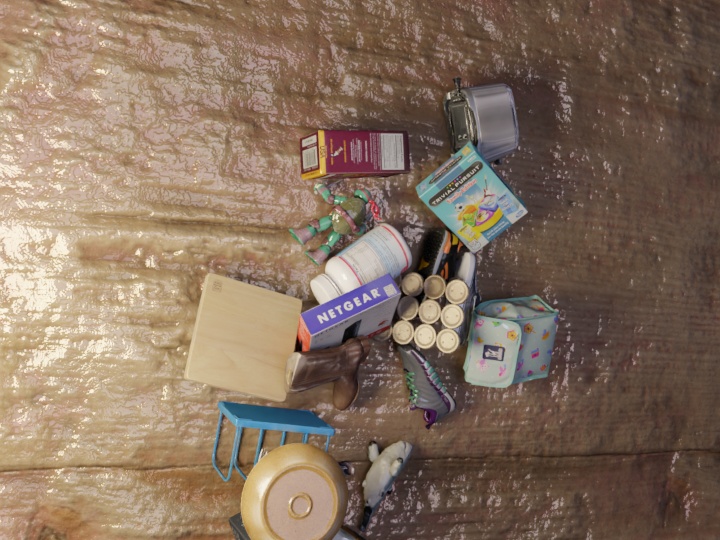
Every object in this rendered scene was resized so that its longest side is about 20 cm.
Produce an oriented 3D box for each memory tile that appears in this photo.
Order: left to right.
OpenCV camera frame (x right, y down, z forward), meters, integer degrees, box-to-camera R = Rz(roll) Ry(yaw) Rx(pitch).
[{"bbox_3d":[0.122,0.082,1.662,0.017,0.197,0.156,17,83,-66],"label":"memory tile"}]

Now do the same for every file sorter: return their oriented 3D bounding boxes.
[{"bbox_3d":[-0.173,0.336,1.543,0.197,0.138,0.125,11,90,-25],"label":"file sorter"}]

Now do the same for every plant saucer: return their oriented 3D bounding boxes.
[{"bbox_3d":[-0.110,0.408,1.411,0.196,0.035,0.205,1,88,-19],"label":"plant saucer"}]

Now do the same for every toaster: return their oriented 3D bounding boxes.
[{"bbox_3d":[0.260,-0.323,1.734,0.127,0.113,0.204,-16,100,-27],"label":"toaster"}]

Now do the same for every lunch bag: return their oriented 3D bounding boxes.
[{"bbox_3d":[0.319,0.156,1.754,0.197,0.122,0.173,-7,116,-25],"label":"lunch bag"}]

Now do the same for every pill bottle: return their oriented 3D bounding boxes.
[{"bbox_3d":[0.000,0.000,1.626,0.199,0.108,0.110,-35,106,-19],"label":"pill bottle"}]

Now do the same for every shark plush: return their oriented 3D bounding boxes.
[{"bbox_3d":[0.054,0.456,1.694,0.083,0.090,0.204,29,73,-53],"label":"shark plush"}]

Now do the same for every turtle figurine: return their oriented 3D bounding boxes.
[{"bbox_3d":[-0.042,-0.111,1.613,0.200,0.100,0.150,-44,108,-11],"label":"turtle figurine"}]

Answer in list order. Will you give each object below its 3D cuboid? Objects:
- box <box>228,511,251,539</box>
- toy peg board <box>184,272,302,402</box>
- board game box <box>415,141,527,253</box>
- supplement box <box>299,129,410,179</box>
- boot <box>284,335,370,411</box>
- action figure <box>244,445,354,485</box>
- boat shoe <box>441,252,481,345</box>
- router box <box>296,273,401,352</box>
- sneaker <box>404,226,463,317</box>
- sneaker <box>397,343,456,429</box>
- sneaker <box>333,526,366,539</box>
[{"bbox_3d":[-0.155,0.539,1.523,0.106,0.199,0.151,-23,102,-21],"label":"box"},{"bbox_3d":[-0.234,0.135,1.544,0.197,0.097,0.203,18,69,-25],"label":"toy peg board"},{"bbox_3d":[0.237,-0.150,1.706,0.150,0.047,0.200,-38,121,18],"label":"board game box"},{"bbox_3d":[-0.011,-0.231,1.611,0.197,0.110,0.087,-4,93,-25],"label":"supplement box"},{"bbox_3d":[-0.081,0.219,1.560,0.198,0.064,0.189,-14,128,-46],"label":"boot"},{"bbox_3d":[-0.115,0.382,1.467,0.196,0.069,0.133,2,103,-21],"label":"action figure"},{"bbox_3d":[0.230,0.065,1.755,0.067,0.072,0.204,11,90,-22],"label":"boat shoe"},{"bbox_3d":[-0.028,0.102,1.573,0.197,0.180,0.049,-25,69,-17],"label":"router box"},{"bbox_3d":[0.165,0.015,1.725,0.089,0.070,0.203,23,85,-33],"label":"sneaker"},{"bbox_3d":[0.124,0.247,1.714,0.087,0.074,0.201,-40,108,-13],"label":"sneaker"},{"bbox_3d":[-0.046,0.571,1.650,0.199,0.075,0.089,36,81,-11],"label":"sneaker"}]
